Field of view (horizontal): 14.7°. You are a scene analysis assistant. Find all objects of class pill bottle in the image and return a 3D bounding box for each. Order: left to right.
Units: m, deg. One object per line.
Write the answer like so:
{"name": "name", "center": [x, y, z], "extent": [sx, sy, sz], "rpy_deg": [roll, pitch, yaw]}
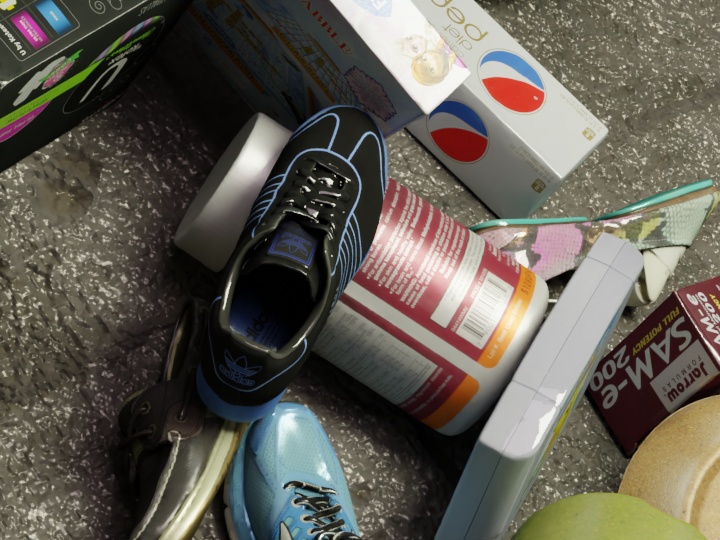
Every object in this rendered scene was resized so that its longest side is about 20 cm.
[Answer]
{"name": "pill bottle", "center": [0.000, 0.000, 1.603], "extent": [0.200, 0.110, 0.110], "rpy_deg": [33, 46, -9]}

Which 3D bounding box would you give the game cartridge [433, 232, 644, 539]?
{"name": "game cartridge", "center": [0.105, 0.072, 1.603], "extent": [0.040, 0.134, 0.200], "rpy_deg": [25, 45, 10]}

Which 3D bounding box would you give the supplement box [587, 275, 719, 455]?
{"name": "supplement box", "center": [0.246, 0.042, 1.737], "extent": [0.200, 0.109, 0.061], "rpy_deg": [-17, 68, -41]}

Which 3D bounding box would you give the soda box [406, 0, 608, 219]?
{"name": "soda box", "center": [0.056, -0.124, 1.765], "extent": [0.200, 0.064, 0.068], "rpy_deg": [44, 46, 3]}

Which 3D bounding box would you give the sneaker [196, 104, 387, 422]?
{"name": "sneaker", "center": [-0.029, -0.015, 1.490], "extent": [0.070, 0.078, 0.200], "rpy_deg": [22, 62, -2]}

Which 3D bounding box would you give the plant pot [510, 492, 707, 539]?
{"name": "plant pot", "center": [0.121, 0.221, 1.482], "extent": [0.200, 0.200, 0.184], "rpy_deg": [35, 34, -7]}

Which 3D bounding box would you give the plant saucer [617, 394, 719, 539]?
{"name": "plant saucer", "center": [0.242, 0.164, 1.615], "extent": [0.200, 0.035, 0.201], "rpy_deg": [7, 71, -20]}

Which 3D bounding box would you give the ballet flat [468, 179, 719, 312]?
{"name": "ballet flat", "center": [0.150, -0.008, 1.748], "extent": [0.200, 0.069, 0.071], "rpy_deg": [-12, 83, -34]}

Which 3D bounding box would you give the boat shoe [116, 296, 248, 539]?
{"name": "boat shoe", "center": [-0.101, 0.090, 1.502], "extent": [0.066, 0.072, 0.201], "rpy_deg": [29, 41, -5]}

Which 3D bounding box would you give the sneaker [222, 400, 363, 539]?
{"name": "sneaker", "center": [-0.012, 0.155, 1.493], "extent": [0.078, 0.090, 0.200], "rpy_deg": [2, 57, -32]}

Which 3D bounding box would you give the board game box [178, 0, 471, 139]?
{"name": "board game box", "center": [-0.046, -0.155, 1.606], "extent": [0.041, 0.199, 0.200], "rpy_deg": [-43, 97, -21]}

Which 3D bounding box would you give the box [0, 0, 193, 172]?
{"name": "box", "center": [-0.202, -0.141, 1.544], "extent": [0.124, 0.149, 0.200], "rpy_deg": [47, 45, 4]}
